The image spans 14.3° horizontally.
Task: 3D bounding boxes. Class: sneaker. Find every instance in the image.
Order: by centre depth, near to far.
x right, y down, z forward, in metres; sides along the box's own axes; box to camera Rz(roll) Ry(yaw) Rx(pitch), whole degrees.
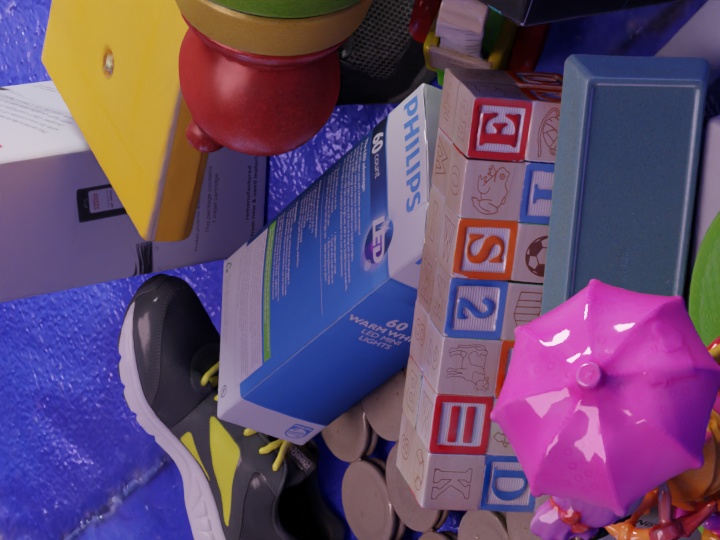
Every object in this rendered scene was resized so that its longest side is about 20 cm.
[{"bbox_3d":[-0.041,-0.114,1.505,0.199,0.114,0.077,-10,94,47],"label":"sneaker"},{"bbox_3d":[-0.065,0.088,1.603,0.084,0.074,0.201,-7,117,36],"label":"sneaker"}]

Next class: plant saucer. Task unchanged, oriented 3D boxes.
[{"bbox_3d":[0.120,0.001,1.315,0.019,0.070,0.201,-128,41,-69],"label":"plant saucer"}]

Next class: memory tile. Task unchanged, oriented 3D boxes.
[{"bbox_3d":[0.045,0.106,1.510,0.200,0.017,0.154,-32,73,55],"label":"memory tile"}]

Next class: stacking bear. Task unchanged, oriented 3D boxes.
[{"bbox_3d":[-0.041,-0.141,1.290,0.114,0.121,0.201,49,146,37],"label":"stacking bear"}]

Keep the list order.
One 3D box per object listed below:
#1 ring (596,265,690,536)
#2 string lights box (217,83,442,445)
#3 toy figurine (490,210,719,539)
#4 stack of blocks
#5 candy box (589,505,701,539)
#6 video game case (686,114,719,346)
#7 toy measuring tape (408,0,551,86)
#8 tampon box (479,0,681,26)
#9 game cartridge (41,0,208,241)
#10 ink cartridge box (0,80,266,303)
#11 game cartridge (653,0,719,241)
[{"bbox_3d":[0.124,0.070,1.435,0.200,0.019,0.202,13,108,45],"label":"ring"},{"bbox_3d":[0.000,0.000,1.496,0.200,0.059,0.103,-39,40,45],"label":"string lights box"},{"bbox_3d":[0.129,0.063,1.221,0.150,0.183,0.201,46,131,31],"label":"toy figurine"},{"bbox_3d":[0.089,0.011,1.353,0.059,0.114,0.201,-125,39,-69],"label":"stack of blocks"},{"bbox_3d":[0.139,0.176,1.292,0.136,0.200,0.061,16,112,32],"label":"candy box"},{"bbox_3d":[0.222,0.043,1.266,0.200,0.022,0.183,22,116,43],"label":"video game case"},{"bbox_3d":[0.058,-0.130,1.372,0.200,0.073,0.074,66,-174,-83],"label":"toy measuring tape"},{"bbox_3d":[0.071,-0.218,1.326,0.200,0.149,0.127,36,126,37],"label":"tampon box"},{"bbox_3d":[-0.106,-0.145,1.445,0.177,0.032,0.201,57,139,46],"label":"game cartridge"},{"bbox_3d":[-0.172,-0.049,1.599,0.146,0.199,0.085,19,113,44],"label":"ink cartridge box"},{"bbox_3d":[0.207,-0.037,1.306,0.201,0.041,0.133,62,140,18],"label":"game cartridge"}]
